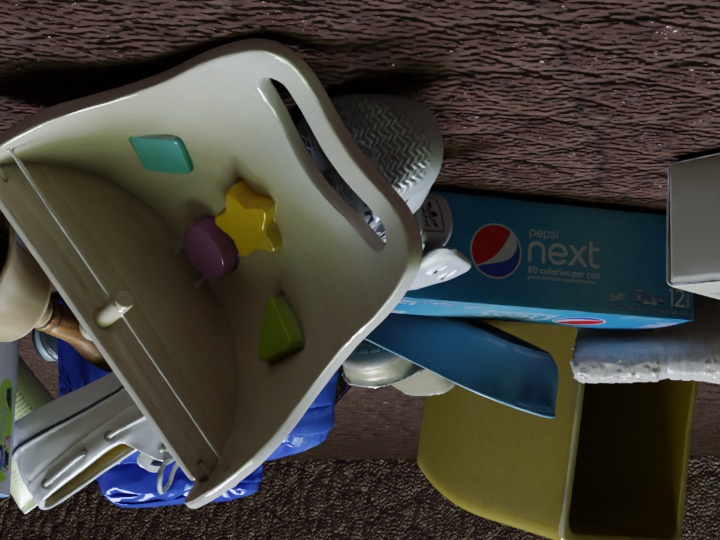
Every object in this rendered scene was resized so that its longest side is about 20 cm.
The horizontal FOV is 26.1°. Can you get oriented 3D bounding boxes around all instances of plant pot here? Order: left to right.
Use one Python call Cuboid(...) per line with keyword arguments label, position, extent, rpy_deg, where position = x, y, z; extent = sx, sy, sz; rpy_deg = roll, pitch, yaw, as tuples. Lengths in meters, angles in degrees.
Cuboid(label="plant pot", position=(0.164, 0.134, 1.397), extent=(0.200, 0.196, 0.194), rpy_deg=(4, 173, 42))

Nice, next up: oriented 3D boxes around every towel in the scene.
Cuboid(label="towel", position=(0.215, 0.040, 1.078), extent=(0.132, 0.035, 0.200), rpy_deg=(-2, -166, 12))

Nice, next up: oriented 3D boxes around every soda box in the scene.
Cuboid(label="soda box", position=(0.104, -0.004, 0.963), extent=(0.199, 0.068, 0.064), rpy_deg=(5, 170, -20))

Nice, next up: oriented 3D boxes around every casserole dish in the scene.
Cuboid(label="casserole dish", position=(0.048, 0.041, 1.031), extent=(0.200, 0.039, 0.121), rpy_deg=(24, -177, 33))

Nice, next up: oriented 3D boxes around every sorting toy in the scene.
Cuboid(label="sorting toy", position=(-0.059, -0.018, 0.725), extent=(0.180, 0.200, 0.107), rpy_deg=(-32, -176, 44))

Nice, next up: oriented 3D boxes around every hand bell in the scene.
Cuboid(label="hand bell", position=(-0.195, 0.030, 0.984), extent=(0.104, 0.104, 0.200), rpy_deg=(-5, 157, 30))

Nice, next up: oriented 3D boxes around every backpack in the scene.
Cuboid(label="backpack", position=(-0.119, 0.086, 1.173), extent=(0.199, 0.168, 0.162), rpy_deg=(-5, -165, -21))

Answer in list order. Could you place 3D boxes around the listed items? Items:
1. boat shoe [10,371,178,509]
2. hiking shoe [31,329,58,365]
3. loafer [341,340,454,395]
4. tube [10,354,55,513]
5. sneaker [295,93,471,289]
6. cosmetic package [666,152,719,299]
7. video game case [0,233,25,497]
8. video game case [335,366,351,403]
Cuboid(label="boat shoe", position=(-0.134, 0.102, 1.009), extent=(0.202, 0.086, 0.075), rpy_deg=(-27, 164, 10))
Cuboid(label="hiking shoe", position=(-0.182, 0.068, 1.349), extent=(0.200, 0.075, 0.087), rpy_deg=(10, 167, -38))
Cuboid(label="loafer", position=(0.043, 0.065, 1.194), extent=(0.075, 0.068, 0.200), rpy_deg=(-2, -172, 24))
Cuboid(label="tube", position=(-0.265, 0.070, 1.080), extent=(0.052, 0.200, 0.058), rpy_deg=(-37, -179, -31))
Cuboid(label="sneaker", position=(0.014, -0.038, 0.804), extent=(0.115, 0.075, 0.200), rpy_deg=(-7, 164, -30))
Cuboid(label="cosmetic package", position=(0.268, -0.016, 0.878), extent=(0.105, 0.071, 0.200), rpy_deg=(-8, 166, 41))
Cuboid(label="video game case", position=(-0.325, 0.055, 1.016), extent=(0.199, 0.182, 0.045), rpy_deg=(-1, 168, 7))
Cuboid(label="video game case", position=(-0.112, 0.108, 1.468), extent=(0.199, 0.036, 0.181), rpy_deg=(-3, -166, 19))
